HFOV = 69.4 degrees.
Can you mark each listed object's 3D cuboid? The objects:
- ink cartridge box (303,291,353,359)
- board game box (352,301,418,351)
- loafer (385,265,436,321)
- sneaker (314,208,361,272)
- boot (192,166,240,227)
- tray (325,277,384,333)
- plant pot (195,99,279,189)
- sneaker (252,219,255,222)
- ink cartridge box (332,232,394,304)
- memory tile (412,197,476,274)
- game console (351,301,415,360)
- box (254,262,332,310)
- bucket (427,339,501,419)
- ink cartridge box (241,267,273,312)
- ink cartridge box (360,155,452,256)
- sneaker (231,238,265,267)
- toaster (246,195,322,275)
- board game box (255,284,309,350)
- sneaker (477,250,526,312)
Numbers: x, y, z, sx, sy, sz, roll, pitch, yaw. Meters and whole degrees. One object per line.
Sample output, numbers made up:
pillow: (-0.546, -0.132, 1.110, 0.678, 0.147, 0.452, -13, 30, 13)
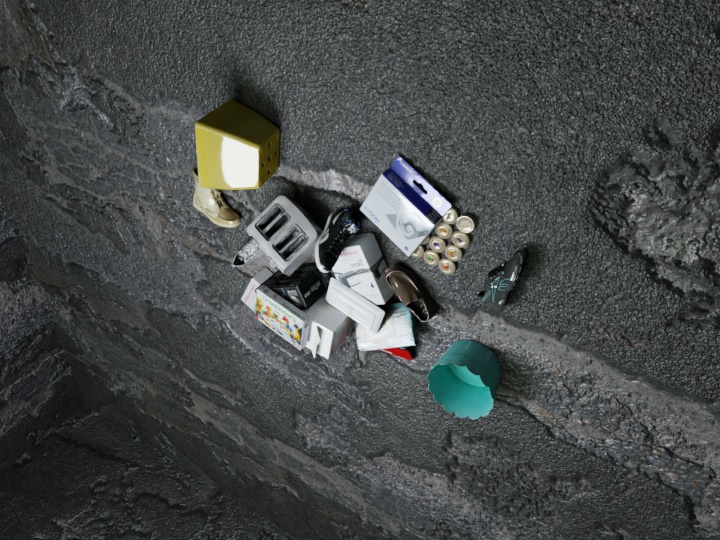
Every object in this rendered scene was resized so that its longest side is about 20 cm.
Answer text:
ink cartridge box: (-0.110, 0.171, 1.675, 0.124, 0.200, 0.129, 26, 131, 17)
board game box: (0.073, 0.174, 1.605, 0.198, 0.028, 0.137, -10, 87, 26)
loafer: (0.147, 0.069, 1.508, 0.200, 0.071, 0.073, 45, 116, -6)
sneaker: (-0.057, -0.094, 1.463, 0.111, 0.201, 0.073, -15, 141, 42)
boot: (-0.481, -0.245, 1.734, 0.199, 0.073, 0.156, 34, 136, 18)
tray: (-0.023, 0.112, 1.584, 0.199, 0.022, 0.108, 33, 137, 15)
plant pot: (-0.339, -0.345, 1.498, 0.175, 0.201, 0.201, 17, 129, 9)
sneaker: (-0.261, -0.109, 1.677, 0.199, 0.080, 0.074, 32, 170, 7)
ink cartridge box: (0.000, 0.000, 1.562, 0.144, 0.084, 0.201, -7, 115, 39)
memory tile: (0.215, -0.090, 1.399, 0.153, 0.017, 0.201, 30, 132, 14)
game console: (0.086, 0.186, 1.678, 0.199, 0.119, 0.173, 15, 159, 26)
box: (-0.215, 0.053, 1.693, 0.199, 0.164, 0.087, -6, 117, 36)
bucket: (0.311, 0.316, 1.529, 0.206, 0.135, 0.209, 18, 128, 25)
ink cartridge box: (-0.313, 0.111, 1.855, 0.200, 0.084, 0.145, 42, 134, 4)
ink cartridge box: (0.114, -0.167, 1.384, 0.200, 0.041, 0.200, 44, 136, 9)
sneaker: (-0.373, -0.059, 1.780, 0.075, 0.082, 0.200, 49, 134, -5)
toaster: (-0.216, -0.109, 1.566, 0.200, 0.119, 0.181, -43, 83, 5)
board game box: (-0.245, 0.146, 1.624, 0.199, 0.035, 0.127, 31, 132, 23)
sneaker: (0.362, 0.024, 1.336, 0.079, 0.075, 0.201, 30, 132, 17)
